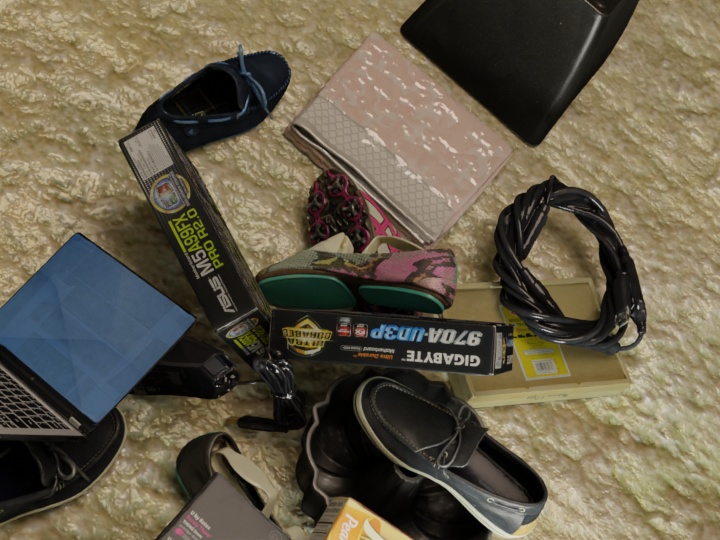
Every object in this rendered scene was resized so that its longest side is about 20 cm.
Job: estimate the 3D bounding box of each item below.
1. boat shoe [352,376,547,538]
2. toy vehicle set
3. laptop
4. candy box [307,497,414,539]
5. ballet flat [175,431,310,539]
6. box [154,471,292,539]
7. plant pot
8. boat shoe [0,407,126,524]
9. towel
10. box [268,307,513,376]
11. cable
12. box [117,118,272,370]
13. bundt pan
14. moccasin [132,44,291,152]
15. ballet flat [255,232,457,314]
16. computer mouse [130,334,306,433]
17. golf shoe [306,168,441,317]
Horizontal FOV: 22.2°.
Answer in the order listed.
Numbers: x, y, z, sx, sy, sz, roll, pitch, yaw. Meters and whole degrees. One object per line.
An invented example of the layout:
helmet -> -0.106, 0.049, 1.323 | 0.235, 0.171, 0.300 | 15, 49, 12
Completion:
boat shoe -> 0.082, 0.156, 1.610 | 0.200, 0.062, 0.075 | 38, 51, 0
toy vehicle set -> 0.167, 0.070, 1.835 | 0.199, 0.027, 0.125 | -2, 61, -31
laptop -> -0.276, 0.047, 1.483 | 0.199, 0.117, 0.187 | 7, 18, -45
candy box -> -0.019, 0.301, 1.507 | 0.115, 0.055, 0.201 | 34, 74, -11
ballet flat -> -0.088, 0.223, 1.559 | 0.200, 0.068, 0.068 | 55, 34, 11
box -> -0.148, 0.274, 1.434 | 0.106, 0.122, 0.200 | 42, 65, 1
plant pot -> 0.198, -0.298, 1.997 | 0.200, 0.178, 0.200 | 40, 49, 1
boat shoe -> -0.268, 0.157, 1.501 | 0.199, 0.062, 0.075 | -26, 73, -40
towel -> 0.043, -0.135, 1.898 | 0.200, 0.032, 0.191 | 41, 49, -1
box -> 0.031, 0.062, 1.630 | 0.199, 0.159, 0.046 | 4, 89, 10
cable -> 0.205, -0.007, 1.866 | 0.162, 0.051, 0.201 | 3, 61, -22
box -> -0.138, -0.020, 1.642 | 0.044, 0.160, 0.201 | -28, 74, 0
bundt pan -> 0.027, 0.190, 1.645 | 0.201, 0.076, 0.203 | 15, 54, -21
moccasin -> -0.132, -0.167, 1.795 | 0.080, 0.068, 0.200 | 46, 49, 5
ballet flat -> 0.000, 0.000, 1.704 | 0.199, 0.069, 0.072 | 2, 60, 25
computer mouse -> -0.139, 0.091, 1.601 | 0.199, 0.141, 0.046 | 2, 59, 16
golf shoe -> 0.014, -0.008, 1.782 | 0.092, 0.072, 0.201 | 5, 54, -59
